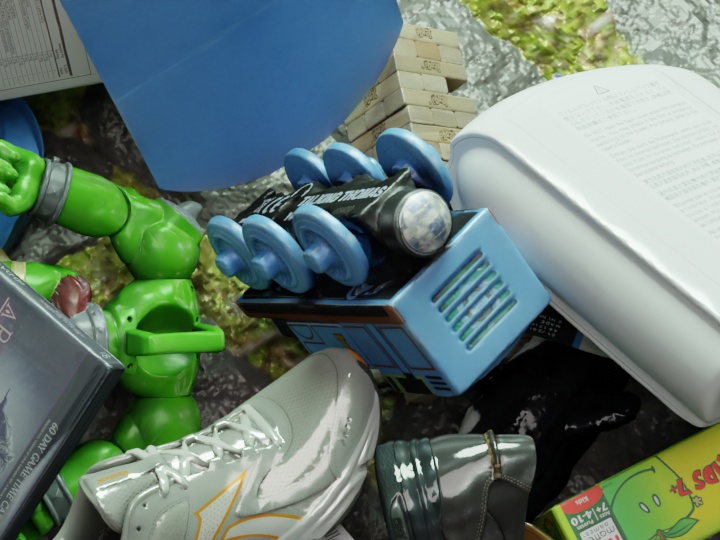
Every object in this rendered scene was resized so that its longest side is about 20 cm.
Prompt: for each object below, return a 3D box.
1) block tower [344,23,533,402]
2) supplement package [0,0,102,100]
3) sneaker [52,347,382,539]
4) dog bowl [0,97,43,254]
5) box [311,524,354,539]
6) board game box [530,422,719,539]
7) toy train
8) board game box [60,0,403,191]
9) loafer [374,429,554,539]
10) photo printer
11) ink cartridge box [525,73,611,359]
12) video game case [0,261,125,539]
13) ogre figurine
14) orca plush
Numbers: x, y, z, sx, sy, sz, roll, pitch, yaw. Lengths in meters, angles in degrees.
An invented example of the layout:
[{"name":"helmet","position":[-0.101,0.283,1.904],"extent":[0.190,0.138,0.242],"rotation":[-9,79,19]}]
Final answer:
[{"name":"block tower","position":[0.040,-0.031,0.890],"extent":[0.058,0.054,0.201],"rotation":[3,68,-38]},{"name":"supplement package","position":[-0.176,-0.195,0.871],"extent":[0.199,0.151,0.152],"rotation":[-11,40,-5]},{"name":"sneaker","position":[-0.077,0.104,0.754],"extent":[0.200,0.092,0.076],"rotation":[-46,38,-4]},{"name":"dog bowl","position":[-0.249,-0.016,0.893],"extent":[0.111,0.050,0.200],"rotation":[29,75,8]},{"name":"box","position":[0.008,0.169,0.737],"extent":[0.039,0.042,0.200],"rotation":[-27,36,-17]},{"name":"board game box","position":[0.187,0.103,0.835],"extent":[0.199,0.102,0.048],"rotation":[-26,78,-9]},{"name":"toy train","position":[0.000,0.000,0.807],"extent":[0.087,0.200,0.114],"rotation":[-42,107,-22]},{"name":"board game box","position":[-0.066,-0.136,0.825],"extent":[0.158,0.200,0.039],"rotation":[-34,49,-10]},{"name":"loafer","position":[0.064,0.150,0.773],"extent":[0.072,0.200,0.073],"rotation":[-15,47,5]},{"name":"photo printer","position":[0.150,-0.026,0.794],"extent":[0.166,0.070,0.200],"rotation":[-21,49,-37]},{"name":"ink cartridge box","position":[0.132,-0.030,0.880],"extent":[0.099,0.039,0.200],"rotation":[17,39,4]},{"name":"video game case","position":[-0.226,0.045,0.805],"extent":[0.200,0.019,0.143],"rotation":[38,101,18]},{"name":"ogre figurine","position":[-0.138,0.039,0.842],"extent":[0.119,0.098,0.201],"rotation":[-1,73,-21]},{"name":"orca plush","position":[0.122,0.071,0.843],"extent":[0.071,0.106,0.200],"rotation":[12,34,44]}]
